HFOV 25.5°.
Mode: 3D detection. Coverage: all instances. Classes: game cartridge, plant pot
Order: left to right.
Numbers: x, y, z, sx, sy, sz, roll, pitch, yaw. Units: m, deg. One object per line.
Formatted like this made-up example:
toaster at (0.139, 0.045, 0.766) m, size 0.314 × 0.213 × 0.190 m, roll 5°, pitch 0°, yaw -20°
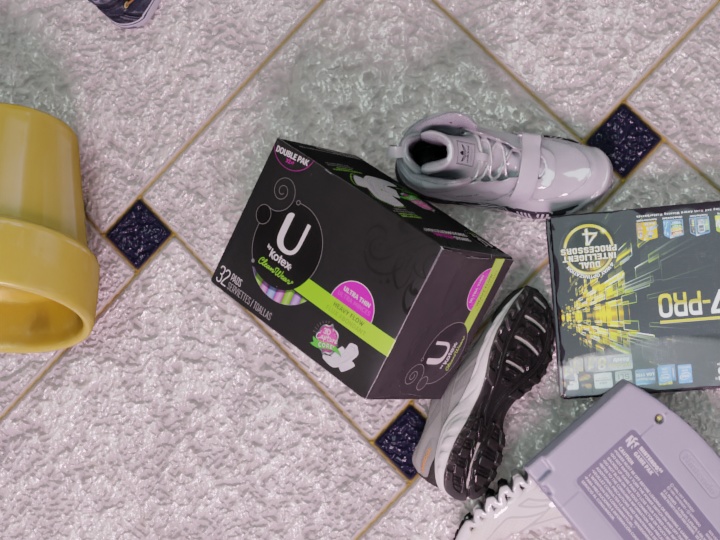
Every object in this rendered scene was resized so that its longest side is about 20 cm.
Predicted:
plant pot at (-0.336, -0.043, 1.471) m, size 0.199 × 0.201 × 0.190 m, roll -2°, pitch 69°, yaw 13°
game cartridge at (0.248, 0.197, 1.340) m, size 0.133 × 0.041 × 0.200 m, roll -39°, pitch 97°, yaw 0°

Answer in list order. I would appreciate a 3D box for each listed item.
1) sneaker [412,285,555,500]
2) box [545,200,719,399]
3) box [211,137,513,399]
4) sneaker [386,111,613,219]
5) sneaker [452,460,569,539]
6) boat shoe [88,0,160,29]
sneaker at (0.104, 0.101, 1.404) m, size 0.079 × 0.074 × 0.201 m, roll 13°, pitch 71°, yaw 54°
box at (0.266, 0.025, 1.384) m, size 0.198 × 0.049 × 0.162 m, roll -4°, pitch 84°, yaw 10°
box at (0.000, 0.000, 1.374) m, size 0.200 × 0.124 × 0.149 m, roll 35°, pitch 105°, yaw 32°
sneaker at (0.119, -0.091, 1.399) m, size 0.198 × 0.115 × 0.076 m, roll 4°, pitch 85°, yaw 14°
sneaker at (0.169, 0.196, 1.380) m, size 0.200 × 0.075 × 0.081 m, roll -36°, pitch 87°, yaw 8°
boat shoe at (-0.202, -0.333, 1.516) m, size 0.070 × 0.091 × 0.201 m, roll 19°, pitch 88°, yaw 15°
